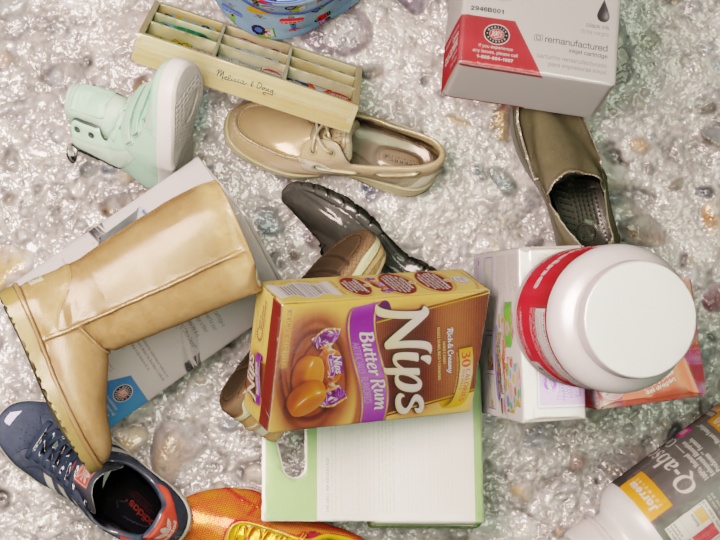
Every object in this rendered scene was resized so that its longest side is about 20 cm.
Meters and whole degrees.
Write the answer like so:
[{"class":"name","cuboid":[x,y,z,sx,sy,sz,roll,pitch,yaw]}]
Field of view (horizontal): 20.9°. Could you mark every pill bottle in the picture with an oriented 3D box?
[{"class":"pill bottle","cuboid":[0.188,0.037,1.500,0.111,0.200,0.113,0,89,-7]},{"class":"pill bottle","cuboid":[0.288,0.216,1.751,0.199,0.116,0.117,-35,92,-7]}]

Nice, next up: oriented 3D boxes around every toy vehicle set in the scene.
[{"class":"toy vehicle set","cuboid":[-0.097,-0.180,1.713,0.198,0.124,0.027,18,110,-6]}]

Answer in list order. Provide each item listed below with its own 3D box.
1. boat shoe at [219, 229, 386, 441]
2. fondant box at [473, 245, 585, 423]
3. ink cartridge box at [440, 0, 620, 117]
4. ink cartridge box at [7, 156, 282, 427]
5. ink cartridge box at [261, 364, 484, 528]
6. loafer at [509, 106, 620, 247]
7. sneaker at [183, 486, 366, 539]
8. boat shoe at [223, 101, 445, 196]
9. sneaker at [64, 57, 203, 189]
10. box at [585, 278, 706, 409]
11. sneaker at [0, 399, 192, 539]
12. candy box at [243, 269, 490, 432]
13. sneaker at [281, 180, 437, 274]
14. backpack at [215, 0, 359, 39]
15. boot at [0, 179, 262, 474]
[{"class":"boat shoe","cuboid":[-0.036,0.059,1.699,0.076,0.072,0.200,38,93,-20]},{"class":"fondant box","cuboid":[0.144,0.054,1.696,0.058,0.200,0.146,-1,89,-6]},{"class":"ink cartridge box","cuboid":[0.155,-0.252,1.743,0.143,0.084,0.202,8,72,-6]},{"class":"ink cartridge box","cuboid":[-0.178,0.021,1.680,0.199,0.147,0.086,-36,54,-8]},{"class":"ink cartridge box","cuboid":[0.010,0.155,1.743,0.198,0.048,0.147,1,77,-5]},{"class":"loafer","cuboid":[0.191,-0.088,1.760,0.075,0.070,0.202,-19,77,-7]},{"class":"sneaker","cuboid":[-0.072,0.237,1.728,0.198,0.077,0.074,13,88,-5]},{"class":"boat shoe","cuboid":[-0.022,-0.117,1.742,0.198,0.065,0.073,14,71,-8]},{"class":"sneaker","cuboid":[-0.201,-0.133,1.666,0.117,0.201,0.074,24,65,1]},{"class":"box","cuboid":[0.227,0.062,1.706,0.094,0.200,0.104,-7,88,-5]},{"class":"sneaker","cuboid":[-0.237,0.172,1.691,0.199,0.085,0.075,28,88,11]},{"class":"candy box","cuboid":[0.006,0.066,1.655,0.198,0.056,0.118,-5,114,-28]},{"class":"sneaker","cuboid":[0.000,0.000,1.748,0.200,0.076,0.091,41,94,0]},{"class":"backpack","cuboid":[-0.072,-0.312,1.716,0.182,0.135,0.201,-28,93,-7]},{"class":"boot","cuboid":[-0.169,0.047,1.577,0.199,0.066,0.176,-25,104,-10]}]
